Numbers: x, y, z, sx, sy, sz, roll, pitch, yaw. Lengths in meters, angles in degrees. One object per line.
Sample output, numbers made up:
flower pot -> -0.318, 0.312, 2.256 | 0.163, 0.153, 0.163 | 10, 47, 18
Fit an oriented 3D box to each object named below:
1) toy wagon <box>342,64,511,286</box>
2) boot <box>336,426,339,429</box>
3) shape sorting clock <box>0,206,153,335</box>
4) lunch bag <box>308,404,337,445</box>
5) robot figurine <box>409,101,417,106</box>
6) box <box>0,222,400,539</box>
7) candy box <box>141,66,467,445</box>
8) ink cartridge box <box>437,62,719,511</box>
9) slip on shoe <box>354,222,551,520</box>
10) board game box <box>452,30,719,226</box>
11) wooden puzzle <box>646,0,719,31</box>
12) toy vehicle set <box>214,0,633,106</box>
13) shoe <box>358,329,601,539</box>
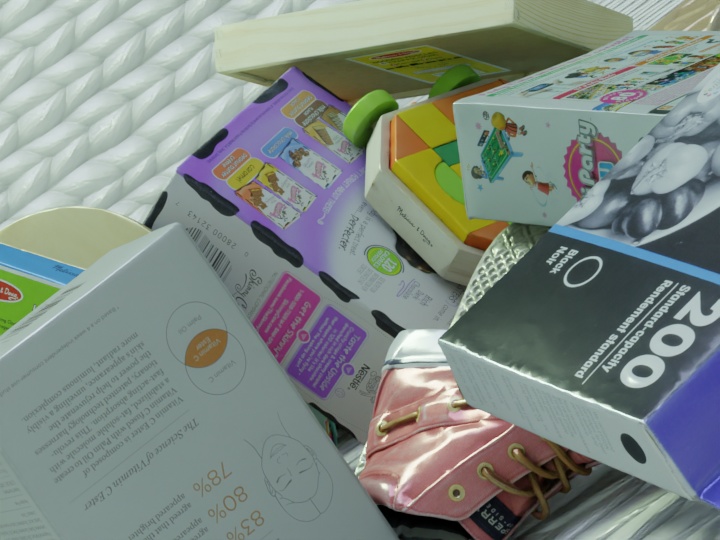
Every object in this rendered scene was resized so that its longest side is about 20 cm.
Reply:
toy wagon -> 0.090, -0.051, 1.430 | 0.199, 0.155, 0.040 | -22, -31, -44
boot -> 0.011, 0.050, 1.673 | 0.166, 0.073, 0.200 | -14, 18, 38
shape sorting clock -> -0.151, 0.067, 1.342 | 0.199, 0.201, 0.039 | -31, -23, 26
lunch bag -> -0.110, 0.099, 1.448 | 0.200, 0.161, 0.077 | -38, 47, -25
robot figurine -> -0.033, -0.016, 1.593 | 0.199, 0.117, 0.144 | -30, 31, 11
box -> -0.082, 0.100, 1.159 | 0.124, 0.201, 0.097 | -37, 8, -23
candy box -> 0.000, 0.000, 1.403 | 0.072, 0.199, 0.168 | -57, -5, 30
ink cartridge box -> 0.155, -0.001, 1.043 | 0.198, 0.044, 0.200 | -43, 32, -17
slip on shoe -> 0.060, 0.065, 1.270 | 0.074, 0.061, 0.201 | 3, 52, 44
board game box -> 0.166, -0.066, 1.270 | 0.199, 0.065, 0.147 | 8, 23, 45
wooden puzzle -> 0.221, -0.147, 1.669 | 0.185, 0.046, 0.200 | -38, 4, -35
toy vehicle set -> 0.035, -0.125, 1.480 | 0.199, 0.027, 0.124 | -6, -10, 35
shoe -> 0.078, 0.077, 1.147 | 0.199, 0.071, 0.092 | -2, 62, 45
